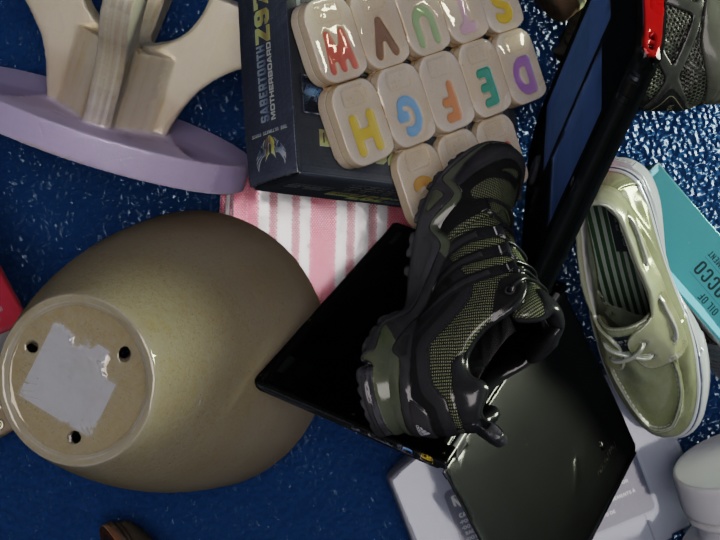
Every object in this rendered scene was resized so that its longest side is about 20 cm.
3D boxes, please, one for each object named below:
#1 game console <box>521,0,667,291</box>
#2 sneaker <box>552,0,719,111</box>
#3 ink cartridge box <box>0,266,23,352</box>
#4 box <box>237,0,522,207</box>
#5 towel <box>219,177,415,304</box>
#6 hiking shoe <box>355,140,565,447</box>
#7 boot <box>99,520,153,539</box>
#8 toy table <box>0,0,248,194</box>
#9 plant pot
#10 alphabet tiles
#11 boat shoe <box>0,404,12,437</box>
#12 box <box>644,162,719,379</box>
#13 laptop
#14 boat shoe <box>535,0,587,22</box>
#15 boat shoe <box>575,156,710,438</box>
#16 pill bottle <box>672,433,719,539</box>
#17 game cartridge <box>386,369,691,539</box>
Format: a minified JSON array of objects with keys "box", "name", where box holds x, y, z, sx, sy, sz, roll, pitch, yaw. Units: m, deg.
[{"box":[0.136,-0.101,0.819,0.031,0.178,0.201,18,133,0],"name":"game console"},{"box":[0.183,-0.204,0.921,0.113,0.076,0.201,-11,97,-10],"name":"sneaker"},{"box":[-0.319,-0.013,0.839,0.147,0.086,0.201,-22,75,-37],"name":"ink cartridge box"},{"box":[0.015,-0.123,0.859,0.199,0.051,0.159,3,79,-42],"name":"box"},{"box":[0.000,0.000,0.939,0.198,0.030,0.148,2,91,-6],"name":"towel"},{"box":[0.075,0.014,0.776,0.100,0.076,0.201,9,59,24],"name":"hiking shoe"},{"box":[-0.088,0.233,0.929,0.097,0.075,0.200,-35,81,-28],"name":"boot"},{"box":[-0.152,-0.134,0.860,0.198,0.184,0.118,16,106,-16],"name":"toy table"},{"box":[-0.133,0.057,0.824,0.186,0.200,0.189,0,92,12],"name":"plant pot"},{"box":[0.042,-0.133,0.841,0.199,0.015,0.197,-24,99,-44],"name":"alphabet tiles"},{"box":[-0.306,0.139,0.901,0.200,0.072,0.065,-41,92,-8],"name":"boat shoe"},{"box":[0.238,0.019,0.926,0.049,0.082,0.200,-42,94,-4],"name":"box"},{"box":[0.063,0.092,0.860,0.199,0.187,0.117,21,131,19],"name":"laptop"},{"box":[0.102,-0.260,0.905,0.076,0.072,0.201,-37,80,2],"name":"boat shoe"},{"box":[0.171,0.028,0.871,0.072,0.062,0.201,-6,115,34],"name":"boat shoe"},{"box":[0.277,0.212,0.898,0.119,0.120,0.201,-21,102,-3],"name":"pill bottle"},{"box":[0.126,0.149,0.945,0.199,0.042,0.134,-21,88,-3],"name":"game cartridge"}]
